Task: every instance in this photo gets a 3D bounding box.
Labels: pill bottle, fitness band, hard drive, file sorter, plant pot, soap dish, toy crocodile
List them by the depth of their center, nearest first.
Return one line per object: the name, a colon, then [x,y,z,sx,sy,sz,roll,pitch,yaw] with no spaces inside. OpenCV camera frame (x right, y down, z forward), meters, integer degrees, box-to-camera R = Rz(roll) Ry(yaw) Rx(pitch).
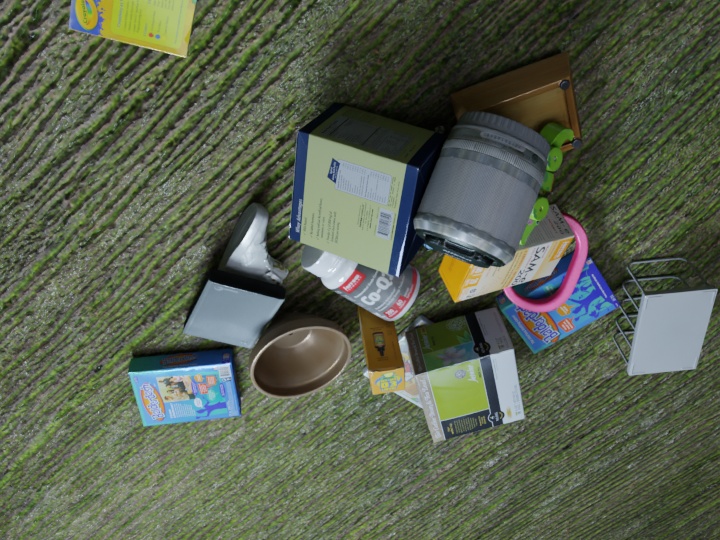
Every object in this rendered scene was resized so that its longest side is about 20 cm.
toy crocodile: [0.281,-0.139,1.202,0.061,0.067,0.201,14,95,-39]
soap dish: [0.263,-0.247,1.238,0.199,0.081,0.158,-19,126,5]
pill bottle: [0.000,0.000,1.358,0.199,0.114,0.114,30,117,-26]
hard drive: [-0.234,0.073,1.386,0.139,0.033,0.200,15,143,-19]
fitness band: [0.343,-0.016,1.411,0.143,0.037,0.201,16,112,-1]
plant pot: [-0.124,0.146,1.447,0.199,0.093,0.202,-14,137,-13]
file sorter: [0.592,0.087,1.498,0.138,0.125,0.201,-6,126,-3]

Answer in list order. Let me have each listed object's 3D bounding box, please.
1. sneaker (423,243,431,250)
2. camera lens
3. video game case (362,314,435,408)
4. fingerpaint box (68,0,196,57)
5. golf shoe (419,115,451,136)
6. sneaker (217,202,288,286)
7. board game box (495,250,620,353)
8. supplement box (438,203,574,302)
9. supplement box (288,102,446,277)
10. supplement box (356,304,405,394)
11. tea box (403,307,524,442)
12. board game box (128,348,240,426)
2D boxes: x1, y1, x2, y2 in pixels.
sneaker: [0.160,-0.065,1.375,0.090,0.079,0.200,-26,124,34]
camera lens: [0.180,-0.115,1.129,0.159,0.160,0.201,23,88,-22]
video game case: [0.136,0.200,1.579,0.199,0.023,0.182,33,115,-27]
fingerpaint box: [-0.302,-0.419,1.039,0.166,0.074,0.201,9,123,-16]
golf shoe: [0.144,-0.158,1.277,0.077,0.088,0.202,-14,94,19]
sneaker: [-0.175,-0.031,1.343,0.115,0.074,0.200,16,132,-21]
board game box: [0.393,0.062,1.502,0.199,0.045,0.152,-33,123,16]
supplement box: [0.247,-0.029,1.287,0.199,0.074,0.126,-15,150,-18]
supplement box: [0.008,-0.131,1.204,0.199,0.134,0.201,20,126,16]
supplement box: [0.037,0.136,1.408,0.066,0.201,0.069,-7,126,-3]
tea box: [0.206,0.208,1.499,0.195,0.134,0.201,-15,127,2]
board game box: [-0.348,0.235,1.513,0.198,0.045,0.153,-5,127,-5]
